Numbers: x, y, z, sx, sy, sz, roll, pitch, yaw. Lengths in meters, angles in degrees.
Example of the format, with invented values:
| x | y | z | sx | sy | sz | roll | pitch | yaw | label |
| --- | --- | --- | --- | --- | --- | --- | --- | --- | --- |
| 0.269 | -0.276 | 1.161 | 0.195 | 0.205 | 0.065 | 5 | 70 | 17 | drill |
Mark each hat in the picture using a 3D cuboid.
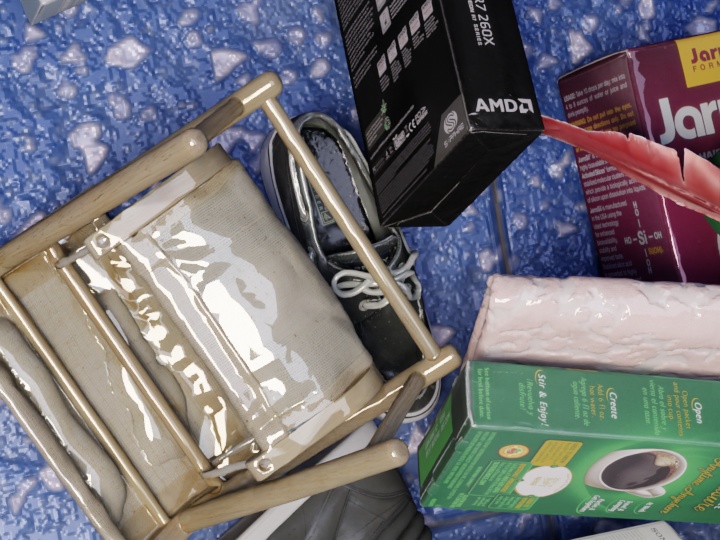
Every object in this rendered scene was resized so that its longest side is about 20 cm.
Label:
| x | y | z | sx | sy | sz | roll | pitch | yaw | label |
| --- | --- | --- | --- | --- | --- | --- | --- | --- | --- |
| 0.210 | -0.024 | 0.867 | 0.176 | 0.166 | 0.200 | -23 | 80 | 20 | hat |

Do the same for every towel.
| x | y | z | sx | sy | sz | roll | pitch | yaw | label |
| --- | --- | --- | --- | --- | --- | --- | --- | --- | --- |
| 0.157 | 0.064 | 0.865 | 0.200 | 0.191 | 0.032 | 2 | 57 | -6 | towel |

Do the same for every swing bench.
| x | y | z | sx | sy | sz | roll | pitch | yaw | label |
| --- | --- | --- | --- | --- | --- | --- | --- | --- | --- |
| -0.088 | 0.035 | 0.814 | 0.200 | 0.130 | 0.199 | -29 | 100 | 26 | swing bench |

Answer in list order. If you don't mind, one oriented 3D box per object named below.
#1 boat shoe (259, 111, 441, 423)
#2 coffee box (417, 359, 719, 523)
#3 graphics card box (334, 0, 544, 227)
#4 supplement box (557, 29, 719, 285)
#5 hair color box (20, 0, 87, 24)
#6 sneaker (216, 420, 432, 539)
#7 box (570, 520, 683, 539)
| x | y | z | sx | sy | sz | roll | pitch | yaw | label |
| --- | --- | --- | --- | --- | --- | --- | --- | --- | --- |
| 0.002 | -0.001 | 0.890 | 0.074 | 0.068 | 0.200 | -18 | 93 | -19 | boat shoe |
| 0.142 | 0.101 | 0.852 | 0.200 | 0.123 | 0.044 | 5 | 59 | -10 | coffee box |
| 0.036 | -0.138 | 0.849 | 0.051 | 0.125 | 0.200 | 0 | 66 | -24 | graphics card box |
| 0.223 | -0.047 | 0.949 | 0.131 | 0.103 | 0.200 | -14 | 91 | -18 | supplement box |
| -0.120 | -0.231 | 0.867 | 0.200 | 0.061 | 0.099 | -28 | 96 | -17 | hair color box |
| -0.038 | 0.184 | 0.864 | 0.200 | 0.071 | 0.099 | -41 | 95 | -20 | sneaker |
| 0.096 | 0.233 | 0.893 | 0.200 | 0.036 | 0.145 | -7 | 119 | -18 | box |
